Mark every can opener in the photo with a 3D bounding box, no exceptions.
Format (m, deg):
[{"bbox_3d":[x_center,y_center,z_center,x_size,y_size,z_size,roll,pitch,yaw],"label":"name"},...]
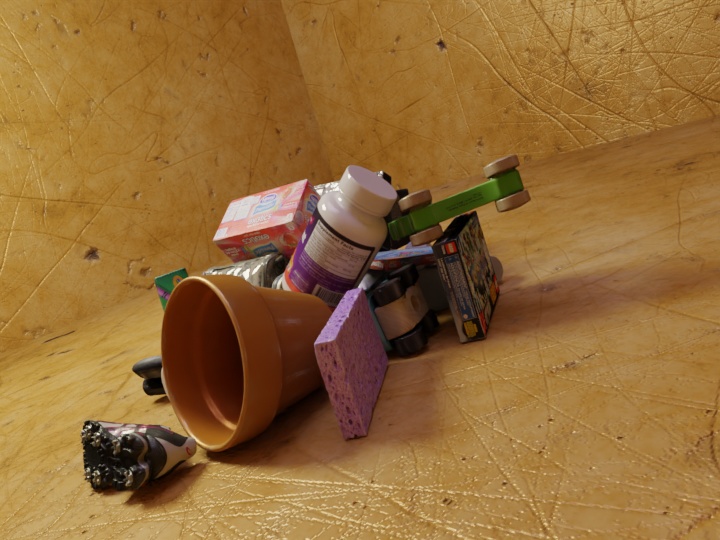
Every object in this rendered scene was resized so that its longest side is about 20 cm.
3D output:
[{"bbox_3d":[-0.282,0.174,0.989,0.194,0.065,0.079,-7,-15,9],"label":"can opener"}]

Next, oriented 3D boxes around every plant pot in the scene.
[{"bbox_3d":[-0.128,0.103,0.755,0.197,0.207,0.180,-7,-1,45],"label":"plant pot"}]

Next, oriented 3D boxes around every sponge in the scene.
[{"bbox_3d":[-0.006,0.101,0.709,0.029,0.115,0.200,-16,11,14],"label":"sponge"}]

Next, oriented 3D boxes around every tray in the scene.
[{"bbox_3d":[0.000,0.000,1.025,0.105,0.023,0.200,-14,13,28],"label":"tray"}]

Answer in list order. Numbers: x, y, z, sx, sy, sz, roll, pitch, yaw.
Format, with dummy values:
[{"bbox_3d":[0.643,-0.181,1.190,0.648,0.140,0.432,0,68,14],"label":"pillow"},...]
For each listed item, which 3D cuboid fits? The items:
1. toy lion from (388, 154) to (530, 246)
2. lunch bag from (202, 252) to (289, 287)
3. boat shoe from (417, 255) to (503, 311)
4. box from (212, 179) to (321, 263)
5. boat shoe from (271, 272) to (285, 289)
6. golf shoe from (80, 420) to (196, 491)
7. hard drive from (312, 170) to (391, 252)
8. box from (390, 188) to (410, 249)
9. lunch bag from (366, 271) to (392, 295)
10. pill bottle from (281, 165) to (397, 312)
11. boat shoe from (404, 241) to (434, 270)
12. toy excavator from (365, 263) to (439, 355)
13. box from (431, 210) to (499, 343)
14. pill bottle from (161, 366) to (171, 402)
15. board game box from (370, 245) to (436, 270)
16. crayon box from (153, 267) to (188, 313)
[{"bbox_3d":[0.133,-0.091,0.851,0.195,0.070,0.192,-21,1,8],"label":"toy lion"},{"bbox_3d":[-0.195,0.063,1.081,0.196,0.172,0.139,-11,11,34],"label":"lunch bag"},{"bbox_3d":[0.145,0.016,0.998,0.195,0.074,0.065,-20,10,-17],"label":"boat shoe"},{"bbox_3d":[-0.160,-0.080,1.079,0.195,0.095,0.105,-10,48,32],"label":"box"},{"bbox_3d":[-0.102,0.030,0.990,0.060,0.075,0.199,4,5,23],"label":"boat shoe"},{"bbox_3d":[-0.283,0.225,0.727,0.196,0.080,0.087,-5,-4,44],"label":"golf shoe"},{"bbox_3d":[-0.034,-0.096,1.093,0.195,0.144,0.037,-6,-15,35],"label":"hard drive"},{"bbox_3d":[-0.005,-0.087,1.238,0.192,0.121,0.199,-11,7,26],"label":"box"},{"bbox_3d":[0.010,0.022,1.175,0.159,0.085,0.197,-28,14,-37],"label":"lunch bag"},{"bbox_3d":[-0.028,-0.042,0.850,0.203,0.110,0.111,-60,-9,25],"label":"pill bottle"},{"bbox_3d":[0.093,0.024,1.062,0.070,0.069,0.202,-16,31,34],"label":"boat shoe"},{"bbox_3d":[0.019,0.070,0.913,0.196,0.102,0.194,-23,6,28],"label":"toy excavator"},{"bbox_3d":[0.160,0.001,0.863,0.039,0.141,0.200,-14,11,22],"label":"box"},{"bbox_3d":[-0.192,0.132,0.883,0.108,0.112,0.198,-7,15,46],"label":"pill bottle"},{"bbox_3d":[0.094,-0.024,0.979,0.195,0.020,0.102,-8,8,-30],"label":"board game box"},{"bbox_3d":[-0.311,0.093,1.054,0.057,0.121,0.201,-19,-18,-16],"label":"crayon box"}]
